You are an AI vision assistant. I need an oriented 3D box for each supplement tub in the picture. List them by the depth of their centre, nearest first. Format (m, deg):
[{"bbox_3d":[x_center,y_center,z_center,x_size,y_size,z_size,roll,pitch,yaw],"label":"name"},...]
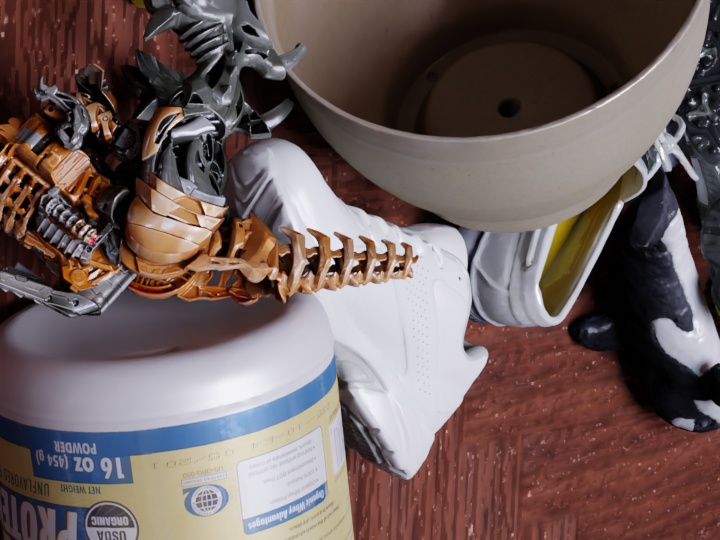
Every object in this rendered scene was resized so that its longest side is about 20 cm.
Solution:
[{"bbox_3d":[-0.074,0.113,0.958,0.144,0.144,0.201,-21,112,-42],"label":"supplement tub"}]

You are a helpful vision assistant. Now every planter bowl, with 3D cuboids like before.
[{"bbox_3d":[0.063,-0.102,1.043,0.201,0.200,0.135,-57,154,-22],"label":"planter bowl"}]

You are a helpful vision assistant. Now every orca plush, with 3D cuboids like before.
[{"bbox_3d":[0.148,0.029,1.224,0.071,0.106,0.200,-22,153,2],"label":"orca plush"}]

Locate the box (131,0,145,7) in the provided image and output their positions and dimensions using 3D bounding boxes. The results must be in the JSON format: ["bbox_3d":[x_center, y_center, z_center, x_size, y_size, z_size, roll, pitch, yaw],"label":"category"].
[{"bbox_3d":[-0.101,-0.215,0.940,0.200,0.048,0.118,50,62,-37],"label":"box"}]

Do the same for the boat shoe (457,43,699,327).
[{"bbox_3d":[0.122,-0.058,1.122,0.202,0.086,0.075,-57,132,-20],"label":"boat shoe"}]

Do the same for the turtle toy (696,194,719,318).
[{"bbox_3d":[0.264,-0.010,1.316,0.200,0.101,0.146,-56,132,-23],"label":"turtle toy"}]

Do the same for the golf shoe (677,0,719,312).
[{"bbox_3d":[0.207,-0.062,1.230,0.094,0.077,0.201,36,55,-74],"label":"golf shoe"}]

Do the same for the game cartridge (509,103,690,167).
[{"bbox_3d":[0.148,-0.118,1.224,0.200,0.040,0.134,-26,119,-40],"label":"game cartridge"}]

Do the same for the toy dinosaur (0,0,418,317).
[{"bbox_3d":[-0.081,-0.033,0.930,0.199,0.102,0.136,28,60,-22],"label":"toy dinosaur"}]

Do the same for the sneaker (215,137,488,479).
[{"bbox_3d":[0.000,0.000,1.059,0.099,0.078,0.200,-46,137,-19],"label":"sneaker"}]
